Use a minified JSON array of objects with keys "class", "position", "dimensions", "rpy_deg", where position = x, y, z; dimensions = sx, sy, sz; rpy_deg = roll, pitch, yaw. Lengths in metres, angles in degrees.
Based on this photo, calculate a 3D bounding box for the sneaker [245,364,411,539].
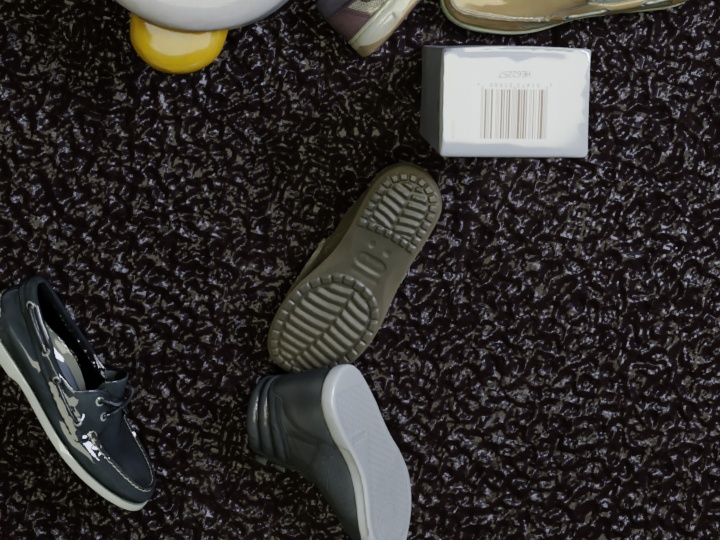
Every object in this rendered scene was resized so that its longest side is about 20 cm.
[{"class":"sneaker","position":[-0.026,0.154,1.086],"dimensions":[0.098,0.071,0.202],"rpy_deg":[2,127,31]}]

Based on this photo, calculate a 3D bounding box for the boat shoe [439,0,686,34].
[{"class":"boat shoe","position":[0.157,-0.216,1.013],"dimensions":[0.197,0.076,0.073],"rpy_deg":[-9,101,0]}]

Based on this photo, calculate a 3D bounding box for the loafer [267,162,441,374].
[{"class":"loafer","position":[0.000,0.000,1.055],"dimensions":[0.076,0.068,0.201],"rpy_deg":[37,113,-4]}]

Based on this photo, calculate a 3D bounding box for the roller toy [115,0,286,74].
[{"class":"roller toy","position":[-0.113,-0.259,0.963],"dimensions":[0.199,0.140,0.183],"rpy_deg":[-38,99,6]}]

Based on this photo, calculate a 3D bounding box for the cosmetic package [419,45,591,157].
[{"class":"cosmetic package","position":[0.096,-0.122,0.965],"dimensions":[0.100,0.200,0.075],"rpy_deg":[1,101,-3]}]

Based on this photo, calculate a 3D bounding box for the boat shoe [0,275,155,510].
[{"class":"boat shoe","position":[-0.210,0.090,1.058],"dimensions":[0.066,0.074,0.201],"rpy_deg":[-34,91,16]}]

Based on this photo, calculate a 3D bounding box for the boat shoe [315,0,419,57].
[{"class":"boat shoe","position":[0.042,-0.252,1.006],"dimensions":[0.064,0.072,0.201],"rpy_deg":[34,103,-14]}]
